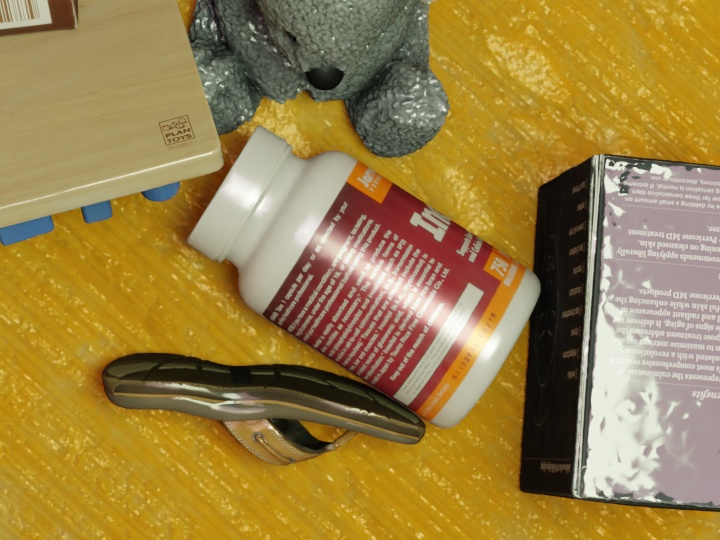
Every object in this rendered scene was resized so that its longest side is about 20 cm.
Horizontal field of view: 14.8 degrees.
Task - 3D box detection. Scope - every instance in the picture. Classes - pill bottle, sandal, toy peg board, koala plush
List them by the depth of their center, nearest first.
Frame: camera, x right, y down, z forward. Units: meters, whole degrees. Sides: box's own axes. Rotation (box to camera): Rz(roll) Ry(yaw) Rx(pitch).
[{"bbox_3d":[-0.195,-0.090,1.650,0.199,0.098,0.200,-15,54,-6],"label":"toy peg board"},{"bbox_3d":[-0.023,-0.174,1.653,0.176,0.200,0.185,6,86,-4],"label":"koala plush"},{"bbox_3d":[0.000,0.000,1.688,0.200,0.113,0.113,32,84,-3],"label":"pill bottle"},{"bbox_3d":[-0.061,0.091,1.698,0.199,0.082,0.055,6,103,-6],"label":"sandal"}]

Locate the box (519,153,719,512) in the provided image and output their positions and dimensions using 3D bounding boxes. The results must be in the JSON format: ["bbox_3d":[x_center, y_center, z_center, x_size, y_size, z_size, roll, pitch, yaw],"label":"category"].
[{"bbox_3d":[0.173,0.042,1.657,0.123,0.200,0.198,6,86,-5],"label":"box"}]

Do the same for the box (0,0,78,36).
[{"bbox_3d":[-0.223,-0.234,1.654,0.100,0.075,0.201,-7,51,-2],"label":"box"}]
